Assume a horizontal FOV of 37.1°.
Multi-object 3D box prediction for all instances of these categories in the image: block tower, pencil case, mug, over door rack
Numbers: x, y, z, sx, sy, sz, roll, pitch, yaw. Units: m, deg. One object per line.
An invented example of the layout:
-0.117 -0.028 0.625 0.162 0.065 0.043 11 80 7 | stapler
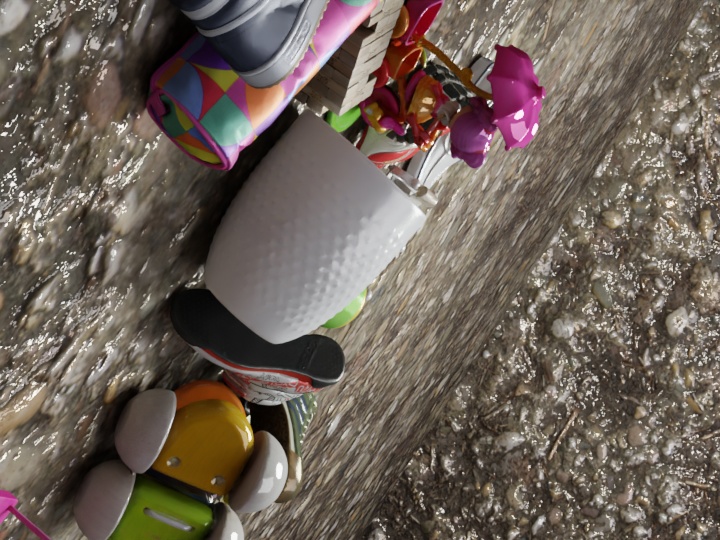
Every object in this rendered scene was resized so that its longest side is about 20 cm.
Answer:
0.000 -0.221 0.882 0.058 0.054 0.201 -41 161 -43 | block tower
-0.065 -0.165 0.754 0.201 0.088 0.089 -53 165 -17 | pencil case
-0.056 -0.034 0.984 0.176 0.147 0.200 -49 -164 2 | mug
0.025 -0.044 1.256 0.149 0.066 0.200 -55 178 3 | over door rack

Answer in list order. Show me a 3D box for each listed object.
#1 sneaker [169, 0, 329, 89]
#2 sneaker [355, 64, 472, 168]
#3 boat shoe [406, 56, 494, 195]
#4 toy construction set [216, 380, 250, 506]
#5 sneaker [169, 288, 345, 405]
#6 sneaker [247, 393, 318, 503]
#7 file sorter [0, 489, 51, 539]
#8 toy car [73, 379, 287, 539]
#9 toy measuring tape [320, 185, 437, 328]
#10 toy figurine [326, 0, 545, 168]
-0.055 -0.227 0.663 0.108 0.069 0.202 33 72 -51 | sneaker
0.058 -0.167 1.189 0.199 0.077 0.085 -31 172 -47 | sneaker
0.126 -0.172 1.363 0.201 0.065 0.073 -58 165 10 | boat shoe
-0.122 0.173 1.284 0.200 0.091 0.133 -50 142 -47 | toy construction set
-0.122 0.084 1.056 0.107 0.200 0.068 -26 -127 44 | sneaker
-0.077 0.160 1.173 0.067 0.202 0.089 -38 141 28 | sneaker
-0.323 0.285 0.828 0.201 0.125 0.139 -53 166 -9 | file sorter
-0.184 0.203 1.087 0.201 0.174 0.150 -59 -158 9 | toy car
0.000 0.000 1.047 0.199 0.074 0.073 -36 171 17 | toy measuring tape
0.078 -0.164 0.998 0.150 0.183 0.201 -37 158 -49 | toy figurine
